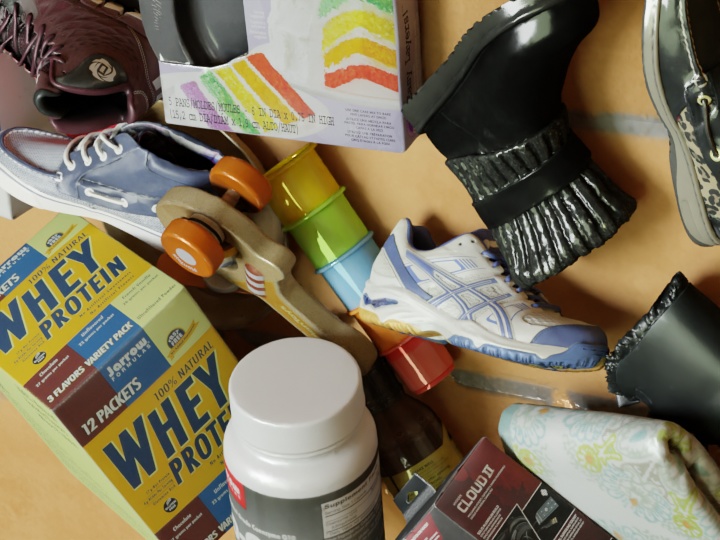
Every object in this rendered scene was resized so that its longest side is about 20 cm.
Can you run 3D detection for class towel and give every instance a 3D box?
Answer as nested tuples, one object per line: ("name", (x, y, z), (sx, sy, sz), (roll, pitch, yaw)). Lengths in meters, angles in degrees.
("towel", (0.203, 0.171, 1.474), (0.171, 0.048, 0.200), (-2, 133, 53))

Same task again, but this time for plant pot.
("plant pot", (-0.130, -0.048, 1.672), (0.200, 0.027, 0.201), (22, 130, 28))

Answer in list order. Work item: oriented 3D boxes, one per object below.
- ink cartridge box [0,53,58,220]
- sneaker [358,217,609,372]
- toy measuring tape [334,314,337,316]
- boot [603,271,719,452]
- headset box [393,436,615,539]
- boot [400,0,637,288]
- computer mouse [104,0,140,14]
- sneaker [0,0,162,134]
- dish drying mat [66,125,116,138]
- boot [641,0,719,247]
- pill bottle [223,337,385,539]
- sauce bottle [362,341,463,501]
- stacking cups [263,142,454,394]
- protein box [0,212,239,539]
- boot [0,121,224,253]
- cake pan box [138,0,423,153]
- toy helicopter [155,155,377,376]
("ink cartridge box", (-0.342, -0.144, 1.747), (0.199, 0.084, 0.146), (19, 129, 32))
("sneaker", (0.088, 0.015, 1.480), (0.199, 0.075, 0.088), (15, 87, 32))
("toy measuring tape", (-0.021, 0.133, 1.663), (0.073, 0.074, 0.201), (21, 129, 29))
("boot", (0.258, 0.064, 1.380), (0.162, 0.073, 0.198), (41, 141, 10))
("headset box", (0.106, 0.221, 1.520), (0.200, 0.077, 0.149), (38, 144, 4))
("boot", (0.127, -0.092, 1.380), (0.158, 0.079, 0.211), (55, 148, 6))
("computer mouse", (-0.158, -0.218, 1.567), (0.200, 0.046, 0.140), (48, 138, 5))
("sneaker", (-0.233, -0.163, 1.535), (0.199, 0.116, 0.076), (22, 131, 5))
("dish drying mat", (-0.231, -0.182, 1.620), (0.077, 0.018, 0.201), (4, 128, 38))
("boot", (0.257, -0.099, 1.273), (0.153, 0.073, 0.204), (7, 128, 35))
("pill bottle", (-0.041, 0.155, 1.560), (0.114, 0.114, 0.201), (21, 135, 29))
("sauce bottle", (0.046, 0.148, 1.623), (0.065, 0.065, 0.200), (-21, 102, 46))
("stacking cups", (0.000, 0.000, 1.578), (0.060, 0.061, 0.200), (-27, 103, 47))
("protein box", (-0.184, 0.090, 1.646), (0.198, 0.135, 0.200), (30, 159, 50))
("boot", (-0.193, -0.086, 1.614), (0.199, 0.073, 0.091), (19, 136, 7))
("cake pan box", (-0.056, -0.182, 1.474), (0.199, 0.052, 0.185), (10, 122, 20))
("toy helicopter", (-0.072, 0.011, 1.562), (0.200, 0.079, 0.132), (41, 156, -13))
